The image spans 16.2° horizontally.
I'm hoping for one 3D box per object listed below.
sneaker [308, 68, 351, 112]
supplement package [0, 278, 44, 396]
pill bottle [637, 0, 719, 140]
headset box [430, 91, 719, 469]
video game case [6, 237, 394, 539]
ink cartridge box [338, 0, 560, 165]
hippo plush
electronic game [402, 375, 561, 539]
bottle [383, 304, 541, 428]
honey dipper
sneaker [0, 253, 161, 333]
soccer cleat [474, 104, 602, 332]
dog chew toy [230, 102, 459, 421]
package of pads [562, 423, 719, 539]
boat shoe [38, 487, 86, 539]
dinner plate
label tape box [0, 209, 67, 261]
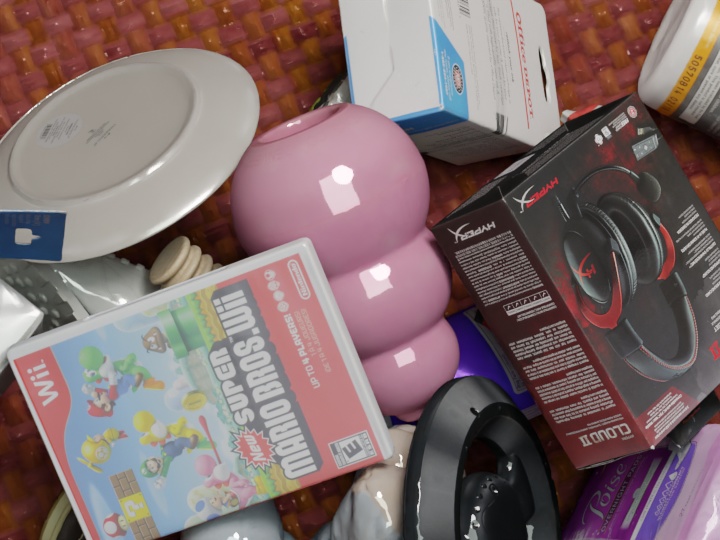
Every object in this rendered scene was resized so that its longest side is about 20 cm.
[{"bbox_3d":[-0.012,-0.048,1.684,0.085,0.074,0.200,25,84,-9],"label":"sneaker"},{"bbox_3d":[-0.311,0.020,1.590,0.200,0.117,0.117,38,75,1],"label":"supplement package"},{"bbox_3d":[0.300,-0.126,1.721,0.200,0.116,0.116,26,75,-3],"label":"pill bottle"},{"bbox_3d":[0.158,0.015,1.560,0.149,0.075,0.200,-37,100,-38],"label":"headset box"},{"bbox_3d":[-0.097,0.079,1.522,0.200,0.017,0.143,-20,100,12],"label":"video game case"},{"bbox_3d":[0.062,-0.138,1.678,0.068,0.200,0.116,-12,78,26],"label":"ink cartridge box"},{"bbox_3d":[-0.026,0.177,1.603,0.161,0.200,0.159,6,61,18],"label":"hippo plush"},{"bbox_3d":[0.076,0.164,1.561,0.042,0.200,0.200,-7,77,27],"label":"electronic game"},{"bbox_3d":[0.085,0.064,1.658,0.200,0.065,0.084,-23,63,-21],"label":"bottle"},{"bbox_3d":[-0.051,0.049,1.641,0.200,0.038,0.038,38,74,-24],"label":"honey dipper"},{"bbox_3d":[-0.157,0.026,1.645,0.200,0.076,0.081,41,65,-5],"label":"sneaker"},{"bbox_3d":[0.141,-0.025,1.656,0.085,0.069,0.200,21,53,6],"label":"soccer cleat"},{"bbox_3d":[0.000,0.000,1.564,0.124,0.125,0.200,-26,103,-14],"label":"dog chew toy"},{"bbox_3d":[0.207,0.159,1.599,0.076,0.200,0.121,34,75,-15],"label":"package of pads"},{"bbox_3d":[-0.133,0.121,1.578,0.065,0.073,0.200,38,116,5],"label":"boat shoe"},{"bbox_3d":[-0.160,-0.082,1.615,0.200,0.200,0.024,-39,129,-15],"label":"dinner plate"},{"bbox_3d":[-0.274,0.001,1.465,0.200,0.144,0.063,5,79,-7],"label":"label tape box"}]
